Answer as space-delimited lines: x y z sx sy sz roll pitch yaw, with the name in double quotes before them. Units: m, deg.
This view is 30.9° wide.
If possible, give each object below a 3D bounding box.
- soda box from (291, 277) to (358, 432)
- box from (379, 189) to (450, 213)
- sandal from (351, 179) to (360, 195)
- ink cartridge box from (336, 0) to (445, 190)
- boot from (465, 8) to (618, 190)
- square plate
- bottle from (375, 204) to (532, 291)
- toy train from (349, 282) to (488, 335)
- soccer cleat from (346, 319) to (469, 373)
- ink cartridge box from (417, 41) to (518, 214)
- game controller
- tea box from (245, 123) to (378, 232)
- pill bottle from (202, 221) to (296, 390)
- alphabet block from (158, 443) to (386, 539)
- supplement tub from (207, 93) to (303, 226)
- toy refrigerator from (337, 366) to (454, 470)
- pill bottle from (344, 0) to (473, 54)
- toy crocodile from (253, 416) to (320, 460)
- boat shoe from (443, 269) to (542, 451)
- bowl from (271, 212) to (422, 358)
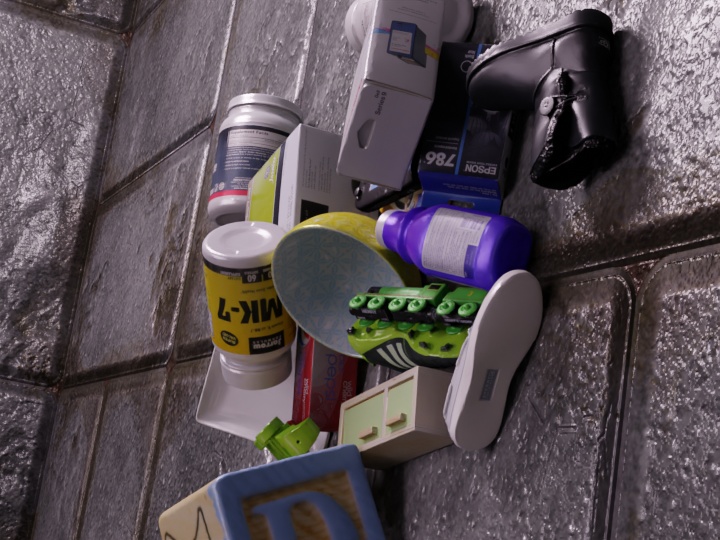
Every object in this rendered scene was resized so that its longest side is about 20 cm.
"soda box" -0.044 0.110 1.717 0.063 0.070 0.201 179 95 -66
"box" 0.090 -0.140 1.628 0.119 0.041 0.201 -126 52 -61
"sandal" 0.034 -0.179 1.721 0.048 0.075 0.201 -106 22 -65
"ink cartridge box" 0.036 -0.216 1.534 0.200 0.087 0.146 -79 6 -46
"boot" 0.183 -0.162 1.356 0.200 0.076 0.169 -22 54 45
"square plate" -0.114 0.144 1.801 0.028 0.199 0.199 0 -74 -71
"bottle" 0.098 -0.030 1.446 0.200 0.065 0.084 14 86 48
"toy train" 0.070 0.040 1.470 0.199 0.042 0.056 3 40 42
"soccer cleat" 0.069 0.089 1.522 0.200 0.081 0.068 5 51 48
"ink cartridge box" 0.125 -0.159 1.489 0.039 0.099 0.201 28 -109 -69
"game controller" 0.050 -0.136 1.616 0.200 0.042 0.105 -22 57 62
"tea box" -0.073 -0.063 1.838 0.197 0.133 0.201 -37 44 55
"pill bottle" -0.142 0.047 1.705 0.114 0.114 0.201 -121 25 -59
"alphabet block" -0.099 0.335 1.531 0.200 0.196 0.196 -38 64 55
"supplement tub" -0.165 -0.168 2.099 0.140 0.140 0.201 -25 54 61
"toy refrigerator" 0.041 0.175 1.521 0.200 0.070 0.076 -33 48 58
"pill bottle" 0.057 -0.331 1.716 0.200 0.114 0.115 11 87 67
"toy crocodile" -0.094 0.222 1.686 0.062 0.068 0.200 -44 -4 -14
"boat shoe" 0.134 0.088 1.371 0.069 0.072 0.201 -134 52 -63
"bowl" 0.000 0.000 1.621 0.108 0.200 0.200 -52 1 -44
